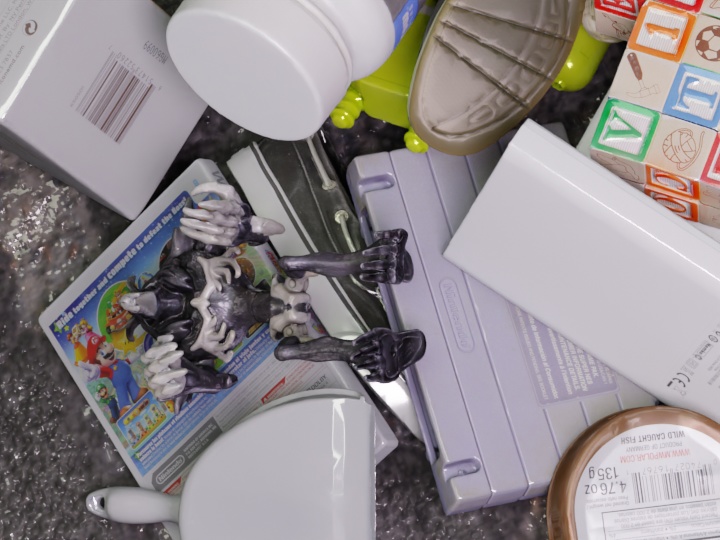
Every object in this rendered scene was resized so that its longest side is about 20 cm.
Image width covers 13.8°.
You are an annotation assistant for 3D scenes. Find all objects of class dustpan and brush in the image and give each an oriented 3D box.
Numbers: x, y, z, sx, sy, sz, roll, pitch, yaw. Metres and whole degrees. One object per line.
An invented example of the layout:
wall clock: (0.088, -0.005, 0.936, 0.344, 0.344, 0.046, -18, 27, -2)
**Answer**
dustpan and brush: (-0.071, 0.130, 1.598, 0.200, 0.057, 0.140, 1, 92, 25)

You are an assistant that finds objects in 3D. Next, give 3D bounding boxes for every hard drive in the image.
hard drive: (0.145, 0.013, 1.516, 0.200, 0.132, 0.027, 33, 62, 2)

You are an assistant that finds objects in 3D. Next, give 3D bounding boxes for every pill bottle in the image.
pill bottle: (-0.012, -0.172, 1.569, 0.114, 0.114, 0.200, 22, 61, 21)

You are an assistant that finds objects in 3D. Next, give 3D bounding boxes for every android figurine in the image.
android figurine: (0.052, -0.149, 1.636, 0.182, 0.041, 0.200, 18, 61, 20)

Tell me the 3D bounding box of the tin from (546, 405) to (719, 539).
tin: (0.156, 0.168, 1.521, 0.112, 0.042, 0.200, -7, 83, -4)

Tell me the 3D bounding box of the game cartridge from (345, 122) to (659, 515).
game cartridge: (0.079, 0.023, 1.588, 0.129, 0.038, 0.200, -8, 69, -21)

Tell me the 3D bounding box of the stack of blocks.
stack of blocks: (0.177, -0.131, 1.520, 0.115, 0.059, 0.200, 17, 73, 13)

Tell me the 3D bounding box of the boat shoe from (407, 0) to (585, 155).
boat shoe: (0.081, -0.152, 1.565, 0.072, 0.066, 0.201, 26, 87, -13)

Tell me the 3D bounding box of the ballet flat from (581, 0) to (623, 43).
ballet flat: (0.152, -0.201, 1.626, 0.057, 0.066, 0.200, -10, 48, 39)

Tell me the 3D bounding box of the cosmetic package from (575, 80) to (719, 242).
cosmetic package: (0.187, -0.084, 1.572, 0.102, 0.074, 0.200, 27, 77, 16)

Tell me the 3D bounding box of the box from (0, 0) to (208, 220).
box: (-0.202, -0.136, 1.666, 0.200, 0.152, 0.106, 29, 85, 32)

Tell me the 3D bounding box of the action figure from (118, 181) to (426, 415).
action figure: (-0.067, 0.014, 1.562, 0.200, 0.102, 0.119, -2, 78, 36)

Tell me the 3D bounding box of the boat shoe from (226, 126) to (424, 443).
boat shoe: (0.000, 0.000, 1.627, 0.064, 0.071, 0.200, -34, 70, 4)

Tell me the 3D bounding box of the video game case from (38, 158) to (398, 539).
video game case: (-0.081, 0.060, 1.643, 0.143, 0.018, 0.200, -43, 67, 22)
